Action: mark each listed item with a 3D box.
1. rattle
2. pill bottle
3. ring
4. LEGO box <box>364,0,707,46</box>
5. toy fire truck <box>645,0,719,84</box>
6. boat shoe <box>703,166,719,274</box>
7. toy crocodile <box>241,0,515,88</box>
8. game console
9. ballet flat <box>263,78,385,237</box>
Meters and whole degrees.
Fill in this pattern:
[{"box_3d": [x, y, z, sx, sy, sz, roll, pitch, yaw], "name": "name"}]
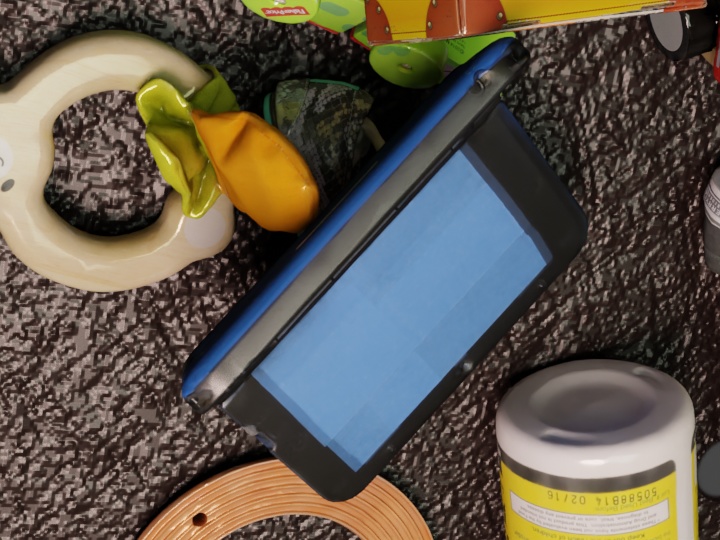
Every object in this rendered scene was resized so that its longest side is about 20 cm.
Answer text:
[{"box_3d": [-0.137, -0.030, 0.624, 0.197, 0.143, 0.131, -1, 127, -24], "name": "rattle"}, {"box_3d": [0.139, 0.163, 0.800, 0.110, 0.111, 0.203, -13, 112, -14], "name": "pill bottle"}, {"box_3d": [-0.049, 0.195, 0.800, 0.198, 0.019, 0.203, -7, 112, -17], "name": "ring"}, {"box_3d": [0.072, -0.210, 0.620, 0.147, 0.077, 0.203, -12, 102, -31], "name": "LEGO box"}, {"box_3d": [0.212, -0.128, 0.648, 0.127, 0.201, 0.177, -19, 139, -12], "name": "toy fire truck"}, {"box_3d": [0.285, -0.040, 0.806, 0.197, 0.069, 0.057, -9, 130, -13], "name": "boat shoe"}, {"box_3d": [-0.005, -0.137, 0.671, 0.198, 0.061, 0.068, 23, 69, -30], "name": "toy crocodile"}, {"box_3d": [0.025, 0.013, 0.635, 0.118, 0.171, 0.200, 43, 87, -5], "name": "game console"}, {"box_3d": [0.000, 0.000, 0.711, 0.071, 0.072, 0.203, -15, 112, -13], "name": "ballet flat"}]
